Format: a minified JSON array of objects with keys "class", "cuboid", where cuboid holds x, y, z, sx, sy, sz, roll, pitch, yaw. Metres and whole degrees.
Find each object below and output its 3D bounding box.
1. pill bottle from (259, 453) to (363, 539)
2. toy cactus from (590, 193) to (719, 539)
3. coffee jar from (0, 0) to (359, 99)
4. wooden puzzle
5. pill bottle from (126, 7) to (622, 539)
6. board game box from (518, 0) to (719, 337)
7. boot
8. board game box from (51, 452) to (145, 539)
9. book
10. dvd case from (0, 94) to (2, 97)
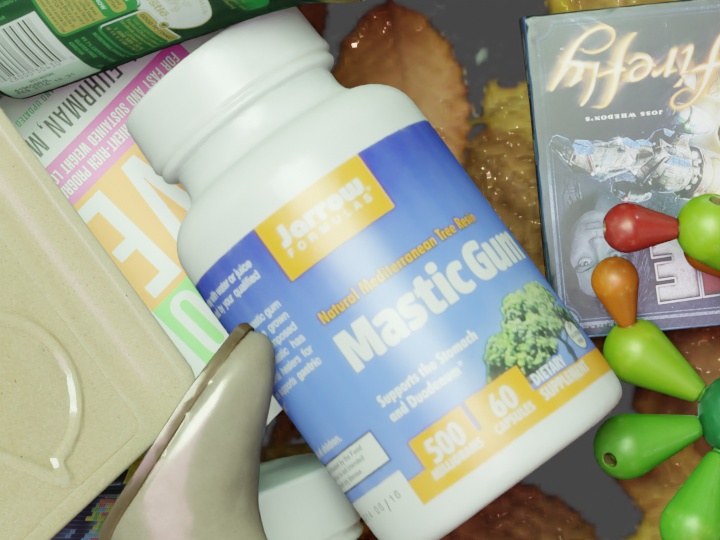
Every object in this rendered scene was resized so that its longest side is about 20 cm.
[{"class":"pill bottle","cuboid":[-0.026,0.182,0.966,0.114,0.114,0.200,-16,94,3]},{"class":"toy cactus","cuboid":[0.174,0.052,0.947,0.165,0.102,0.200,-14,109,-5]},{"class":"coffee jar","cuboid":[-0.060,-0.136,0.870,0.200,0.104,0.085,-13,138,27]},{"class":"wooden puzzle","cuboid":[-0.182,0.035,0.849,0.200,0.046,0.185,-42,102,-31]},{"class":"pill bottle","cuboid":[0.000,0.000,0.915,0.112,0.112,0.200,-37,86,4]},{"class":"board game box","cuboid":[0.172,-0.048,0.985,0.200,0.035,0.136,-6,94,2]},{"class":"boot","cuboid":[-0.035,0.140,0.873,0.146,0.070,0.200,32,103,12]},{"class":"board game box","cuboid":[-0.191,0.098,0.967,0.165,0.057,0.200,26,94,24]},{"class":"book","cuboid":[-0.079,-0.037,0.992,0.200,0.048,0.134,44,88,-1]},{"class":"dvd case","cuboid":[-0.228,-0.126,0.972,0.200,0.016,0.149,43,85,9]}]
